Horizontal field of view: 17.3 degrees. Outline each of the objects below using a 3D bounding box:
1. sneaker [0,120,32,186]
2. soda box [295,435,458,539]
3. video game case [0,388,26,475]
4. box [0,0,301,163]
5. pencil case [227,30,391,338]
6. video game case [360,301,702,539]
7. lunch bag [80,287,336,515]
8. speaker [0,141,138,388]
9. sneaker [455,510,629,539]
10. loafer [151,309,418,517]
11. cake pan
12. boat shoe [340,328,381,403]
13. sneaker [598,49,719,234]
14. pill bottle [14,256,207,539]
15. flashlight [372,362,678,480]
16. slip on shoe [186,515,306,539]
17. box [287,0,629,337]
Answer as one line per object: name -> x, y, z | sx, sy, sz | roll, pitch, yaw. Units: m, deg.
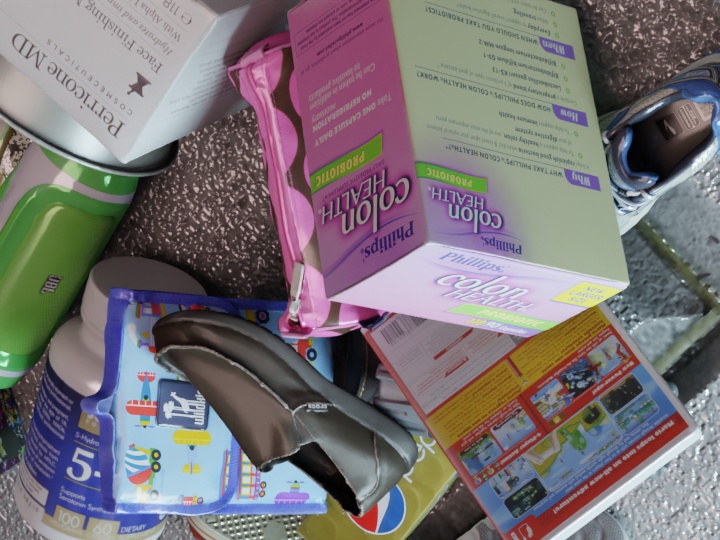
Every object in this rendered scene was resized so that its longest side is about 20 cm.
sneaker -> -0.261, -0.031, 1.793 | 0.088, 0.077, 0.201 | 19, 118, 8
soda box -> 0.039, 0.130, 1.691 | 0.068, 0.064, 0.200 | 40, 119, 8
video game case -> -0.340, 0.083, 1.802 | 0.036, 0.181, 0.201 | -12, 102, 30
box -> -0.151, -0.201, 1.600 | 0.199, 0.200, 0.131 | 40, 119, 9
pencil case -> -0.034, -0.056, 1.547 | 0.090, 0.093, 0.201 | -9, 95, 46
video game case -> 0.108, 0.071, 1.537 | 0.143, 0.017, 0.200 | -37, 63, 4
lunch bag -> -0.117, 0.091, 1.650 | 0.094, 0.199, 0.152 | 2, 88, 43
speaker -> -0.238, -0.013, 1.734 | 0.088, 0.088, 0.200 | 37, 113, 11
sneaker -> 0.102, 0.220, 1.696 | 0.199, 0.082, 0.075 | -19, 57, 18
loafer -> -0.056, 0.096, 1.572 | 0.199, 0.072, 0.073 | 31, 152, -6
cake pan -> -0.204, -0.144, 1.648 | 0.200, 0.200, 0.037 | 41, 114, 9
boat shoe -> 0.000, 0.000, 1.651 | 0.073, 0.074, 0.201 | 3, 104, -18
sneaker -> 0.173, -0.073, 1.544 | 0.200, 0.085, 0.077 | -40, 86, 32
pill bottle -> -0.180, 0.098, 1.760 | 0.119, 0.120, 0.201 | 26, 117, 17
flashlight -> 0.108, 0.091, 1.572 | 0.199, 0.068, 0.068 | 9, 104, 18
slip on shoe -> -0.046, 0.223, 1.772 | 0.199, 0.074, 0.061 | 33, 153, 7
box -> 0.060, -0.076, 1.487 | 0.097, 0.175, 0.201 | -30, 60, 42
